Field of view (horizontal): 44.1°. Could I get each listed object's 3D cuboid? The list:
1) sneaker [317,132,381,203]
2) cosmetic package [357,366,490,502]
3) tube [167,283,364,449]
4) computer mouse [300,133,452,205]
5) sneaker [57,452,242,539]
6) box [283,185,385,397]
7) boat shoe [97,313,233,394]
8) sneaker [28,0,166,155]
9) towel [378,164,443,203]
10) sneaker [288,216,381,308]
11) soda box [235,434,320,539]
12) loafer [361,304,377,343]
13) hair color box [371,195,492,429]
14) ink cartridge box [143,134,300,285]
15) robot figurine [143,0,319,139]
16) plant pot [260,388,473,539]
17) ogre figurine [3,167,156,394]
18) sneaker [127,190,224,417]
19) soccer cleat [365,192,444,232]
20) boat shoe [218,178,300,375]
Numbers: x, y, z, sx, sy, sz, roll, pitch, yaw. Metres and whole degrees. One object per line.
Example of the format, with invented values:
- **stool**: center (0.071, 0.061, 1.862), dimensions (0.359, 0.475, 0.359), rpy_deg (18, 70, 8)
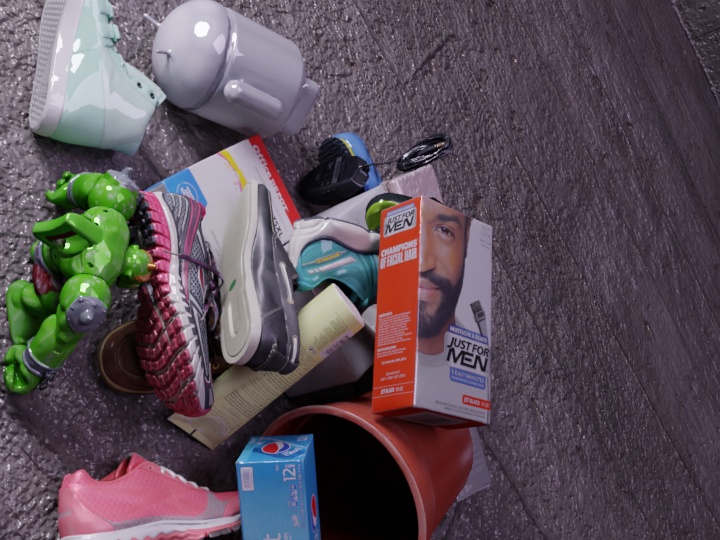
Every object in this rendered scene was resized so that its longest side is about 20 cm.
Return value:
- **sneaker**: center (0.011, -0.077, 1.121), dimensions (0.078, 0.065, 0.204), rpy_deg (-16, 88, -56)
- **cosmetic package**: center (0.070, 0.173, 1.061), dimensions (0.089, 0.105, 0.205), rpy_deg (-6, 82, -51)
- **tube**: center (-0.087, 0.093, 0.843), dimensions (0.058, 0.199, 0.052), rpy_deg (50, 2, -7)
- **computer mouse**: center (0.018, -0.116, 1.044), dimensions (0.034, 0.196, 0.059), rpy_deg (59, 30, -36)
- **sneaker**: center (-0.174, 0.200, 0.775), dimensions (0.198, 0.073, 0.089), rpy_deg (5, 67, -51)
- **box**: center (-0.026, 0.020, 1.001), dimensions (0.200, 0.105, 0.155), rpy_deg (-39, 106, -51)
- **boat shoe**: center (-0.157, 0.072, 0.851), dimensions (0.198, 0.067, 0.074), rpy_deg (-1, 76, -51)
- **sneaker**: center (-0.242, -0.209, 0.853), dimensions (0.117, 0.073, 0.205), rpy_deg (17, 72, -39)
- **towel**: center (0.087, -0.037, 1.176), dimensions (0.200, 0.032, 0.195), rpy_deg (-30, 104, -69)
- **sneaker**: center (0.000, 0.000, 0.915), dimensions (0.198, 0.077, 0.082), rpy_deg (13, 84, -43)
- **soda box**: center (-0.070, 0.260, 0.821), dimensions (0.068, 0.063, 0.205), rpy_deg (-65, 152, -79)
- **loafer**: center (0.072, 0.076, 0.947), dimensions (0.070, 0.070, 0.199), rpy_deg (-53, 138, 3)
- **hair color box**: center (0.073, 0.044, 0.867), dimensions (0.110, 0.063, 0.205), rpy_deg (18, 66, -39)
- **ink cartridge box**: center (-0.135, -0.064, 0.933), dimensions (0.200, 0.066, 0.118), rpy_deg (-40, 106, -50)
- **robot figurine**: center (-0.138, -0.213, 0.948), dimensions (0.198, 0.114, 0.170), rpy_deg (18, 20, -39)
- **plant pot**: center (0.018, 0.210, 0.924), dimensions (0.194, 0.198, 0.205), rpy_deg (-20, 90, -60)
- **ogre figurine**: center (-0.238, -0.005, 0.741), dimensions (0.098, 0.119, 0.202), rpy_deg (47, 45, -25)
- **sneaker**: center (-0.154, 0.026, 0.782), dimensions (0.074, 0.080, 0.205), rpy_deg (-2, 77, -43)
- **soccer cleat**: center (0.068, -0.054, 1.023), dimensions (0.198, 0.067, 0.082), rpy_deg (23, 39, -46)
- **boat shoe**: center (-0.092, 0.004, 0.825), dimensions (0.067, 0.072, 0.203), rpy_deg (16, 48, -29)
